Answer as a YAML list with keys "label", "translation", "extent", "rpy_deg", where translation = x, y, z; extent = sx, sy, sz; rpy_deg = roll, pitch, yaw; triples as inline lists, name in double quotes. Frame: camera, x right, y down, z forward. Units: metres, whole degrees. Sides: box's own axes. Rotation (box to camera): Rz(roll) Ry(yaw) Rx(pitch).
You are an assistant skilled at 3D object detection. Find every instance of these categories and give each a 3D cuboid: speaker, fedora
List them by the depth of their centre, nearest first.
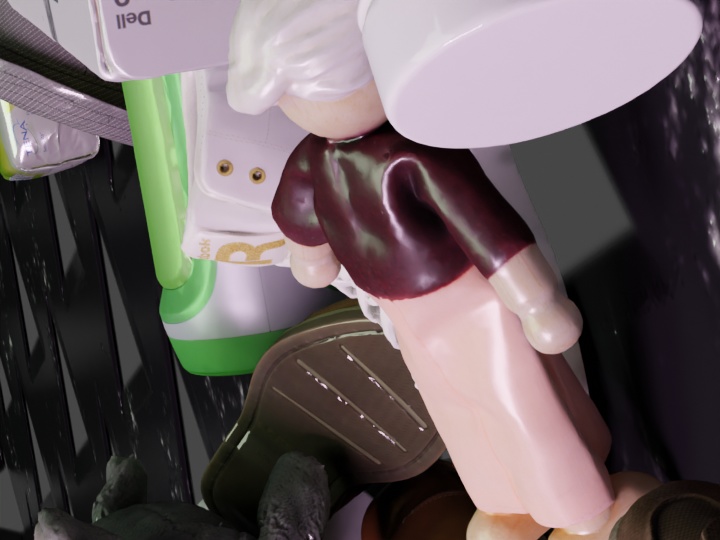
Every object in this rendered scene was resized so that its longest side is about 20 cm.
- label: "speaker"
  translation: [-0.054, -0.063, 1.081]
  extent: [0.088, 0.088, 0.201]
  rpy_deg: [-157, 56, -74]
- label: "fedora"
  translation: [-0.141, -0.125, 1.342]
  extent: [0.200, 0.176, 0.091]
  rpy_deg: [-129, 59, -79]

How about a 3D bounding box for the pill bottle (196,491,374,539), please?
- label: "pill bottle"
  translation: [-0.038, 0.147, 1.173]
  extent: [0.200, 0.108, 0.109]
  rpy_deg: [125, 132, -73]

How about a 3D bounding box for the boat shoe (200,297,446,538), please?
- label: "boat shoe"
  translation: [-0.002, 0.043, 0.998]
  extent: [0.072, 0.068, 0.200]
  rpy_deg: [44, 147, -4]

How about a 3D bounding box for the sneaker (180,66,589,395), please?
- label: "sneaker"
  translation: [0.000, 0.000, 0.870]
  extent: [0.074, 0.115, 0.201]
  rpy_deg: [107, 148, -61]

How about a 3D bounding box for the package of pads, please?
- label: "package of pads"
  translation: [-0.234, -0.166, 1.836]
  extent: [0.154, 0.068, 0.201]
  rpy_deg: [-178, 76, -78]

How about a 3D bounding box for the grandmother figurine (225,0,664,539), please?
- label: "grandmother figurine"
  translation: [0.018, -0.005, 0.755]
  extent: [0.121, 0.061, 0.200]
  rpy_deg: [1, 128, 43]

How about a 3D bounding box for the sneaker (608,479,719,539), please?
- label: "sneaker"
  translation: [0.119, 0.087, 0.583]
  extent: [0.200, 0.070, 0.076]
  rpy_deg: [-128, 48, -56]

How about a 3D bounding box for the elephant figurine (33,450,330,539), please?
- label: "elephant figurine"
  translation: [-0.054, 0.131, 0.958]
  extent: [0.155, 0.142, 0.200]
  rpy_deg: [36, 152, 4]

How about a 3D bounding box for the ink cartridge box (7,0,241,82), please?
- label: "ink cartridge box"
  translation: [-0.035, -0.123, 0.845]
  extent: [0.200, 0.145, 0.084]
  rpy_deg: [-144, 44, -70]

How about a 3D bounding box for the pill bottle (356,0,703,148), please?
- label: "pill bottle"
  translation: [0.018, -0.138, 0.673]
  extent: [0.111, 0.111, 0.201]
  rpy_deg: [110, 147, -67]

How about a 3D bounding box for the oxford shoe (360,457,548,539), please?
- label: "oxford shoe"
  translation: [0.023, 0.116, 0.974]
  extent: [0.200, 0.071, 0.072]
  rpy_deg: [-154, 51, -76]
